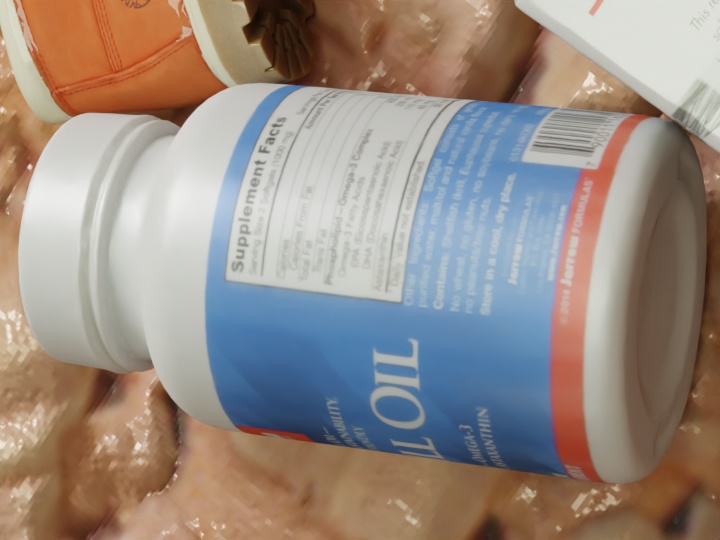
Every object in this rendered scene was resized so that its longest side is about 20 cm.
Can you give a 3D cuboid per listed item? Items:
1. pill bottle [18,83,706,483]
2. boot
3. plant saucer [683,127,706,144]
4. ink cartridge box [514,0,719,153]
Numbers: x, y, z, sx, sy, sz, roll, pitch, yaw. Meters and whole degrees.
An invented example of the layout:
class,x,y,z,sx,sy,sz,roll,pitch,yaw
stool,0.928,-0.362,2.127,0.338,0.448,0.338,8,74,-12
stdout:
class,x,y,z,sx,sy,sz,roll,pitch,yaw
pill bottle,0.000,0.000,0.763,0.199,0.112,0.113,6,93,21
boot,-0.092,-0.148,0.818,0.107,0.075,0.201,-14,87,25
plant saucer,0.162,-0.123,0.743,0.199,0.031,0.202,1,92,20
ink cartridge box,0.129,-0.090,0.704,0.200,0.067,0.116,38,104,15
